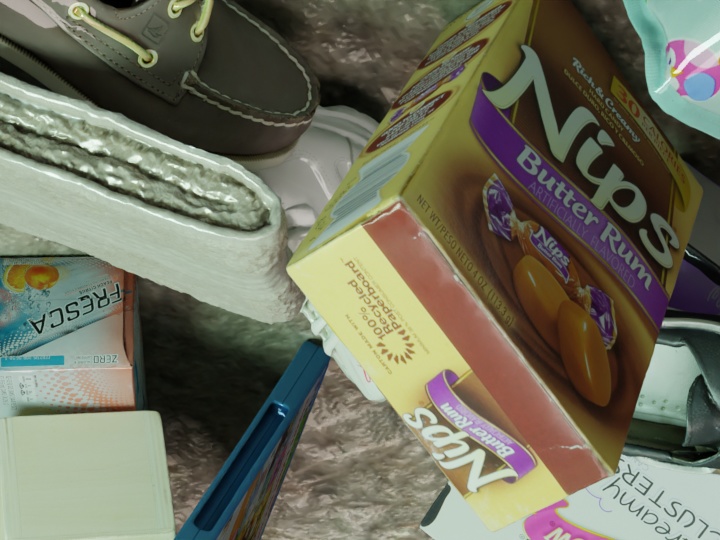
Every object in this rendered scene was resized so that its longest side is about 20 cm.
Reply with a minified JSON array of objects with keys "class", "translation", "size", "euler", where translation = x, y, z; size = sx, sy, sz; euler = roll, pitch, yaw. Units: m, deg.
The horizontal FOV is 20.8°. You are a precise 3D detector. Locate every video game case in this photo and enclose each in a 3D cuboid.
[{"class":"video game case","translation":[-0.074,0.139,0.912],"size":[0.018,0.200,0.144],"euler":[25,126,6]}]

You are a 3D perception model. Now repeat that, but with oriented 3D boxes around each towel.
[{"class":"towel","translation":[-0.114,-0.037,0.734],"size":[0.198,0.035,0.133],"euler":[21,169,8]}]

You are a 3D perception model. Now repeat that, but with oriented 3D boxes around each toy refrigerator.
[{"class":"toy refrigerator","translation":[-0.139,0.144,0.928],"size":[0.075,0.071,0.201],"euler":[-2,145,-15]}]

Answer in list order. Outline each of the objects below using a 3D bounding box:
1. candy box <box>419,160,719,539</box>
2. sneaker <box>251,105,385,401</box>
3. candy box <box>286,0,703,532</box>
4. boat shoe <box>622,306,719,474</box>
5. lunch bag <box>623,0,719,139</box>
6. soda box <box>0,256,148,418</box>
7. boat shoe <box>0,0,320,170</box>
[{"class":"candy box","translation":[0.146,0.084,0.866],"size":[0.167,0.071,0.201],"euler":[37,122,10]},{"class":"sneaker","translation":[0.000,0.000,0.821],"size":[0.199,0.100,0.078],"euler":[23,145,-31]},{"class":"candy box","translation":[0.057,-0.017,0.700],"size":[0.056,0.200,0.117],"euler":[-30,107,30]},{"class":"boat shoe","translation":[0.134,0.050,0.776],"size":[0.198,0.060,0.076],"euler":[8,118,21]},{"class":"lunch bag","translation":[0.200,-0.112,0.681],"size":[0.170,0.123,0.199],"euler":[-32,148,30]},{"class":"soda box","translation":[-0.136,0.077,0.946],"size":[0.068,0.064,0.201],"euler":[-1,143,-4]},{"class":"boat shoe","translation":[-0.089,-0.099,0.710],"size":[0.199,0.072,0.059],"euler":[27,134,-29]}]
